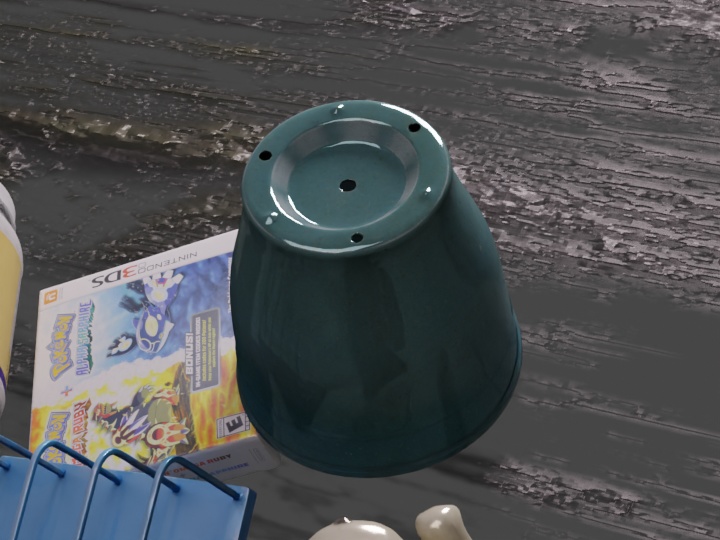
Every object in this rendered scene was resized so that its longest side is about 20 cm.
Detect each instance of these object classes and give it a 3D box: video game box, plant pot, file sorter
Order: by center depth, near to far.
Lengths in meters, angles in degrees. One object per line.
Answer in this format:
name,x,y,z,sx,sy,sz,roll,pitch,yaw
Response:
file sorter,-0.193,0.184,1.255,0.199,0.123,0.140,4,71,24
plant pot,0.000,0.000,1.271,0.198,0.189,0.201,-5,49,6
video game box,-0.150,0.075,1.411,0.181,0.047,0.201,-19,46,15

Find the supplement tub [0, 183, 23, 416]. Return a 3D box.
supplement tub,-0.332,0.027,1.471,0.144,0.146,0.201,-14,48,15

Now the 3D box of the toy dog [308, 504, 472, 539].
toy dog,0.010,0.222,1.094,0.139,0.200,0.195,0,52,27
